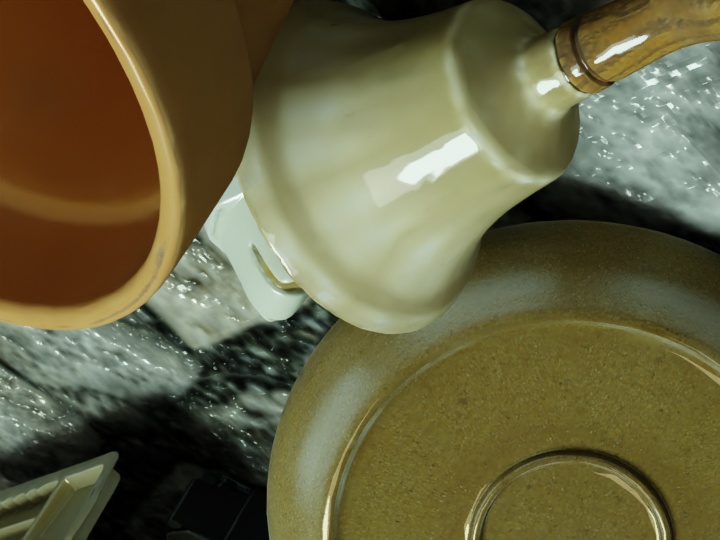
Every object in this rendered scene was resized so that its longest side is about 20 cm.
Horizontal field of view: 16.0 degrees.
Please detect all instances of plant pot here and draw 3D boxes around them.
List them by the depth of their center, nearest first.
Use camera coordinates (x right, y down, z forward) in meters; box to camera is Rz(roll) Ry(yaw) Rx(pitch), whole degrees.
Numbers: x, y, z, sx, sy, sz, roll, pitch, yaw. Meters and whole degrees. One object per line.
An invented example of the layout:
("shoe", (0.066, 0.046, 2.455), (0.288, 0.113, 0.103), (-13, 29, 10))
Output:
("plant pot", (-0.093, -0.103, 0.687), (0.199, 0.140, 0.201), (25, 144, 20))
("plant pot", (0.067, 0.083, 0.815), (0.199, 0.028, 0.201), (2, 111, 5))

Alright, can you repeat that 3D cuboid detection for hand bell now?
("hand bell", (0.068, -0.062, 0.695), (0.199, 0.104, 0.104), (-24, 120, 39))

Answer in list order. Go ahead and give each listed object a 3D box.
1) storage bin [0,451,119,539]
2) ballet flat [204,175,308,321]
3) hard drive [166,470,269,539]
("storage bin", (-0.094, 0.188, 1.090), (0.200, 0.094, 0.198), (44, 148, -15))
("ballet flat", (0.000, 0.000, 0.838), (0.199, 0.064, 0.067), (32, 149, -1))
("hard drive", (0.011, 0.169, 1.096), (0.199, 0.038, 0.140), (25, 148, 13))
